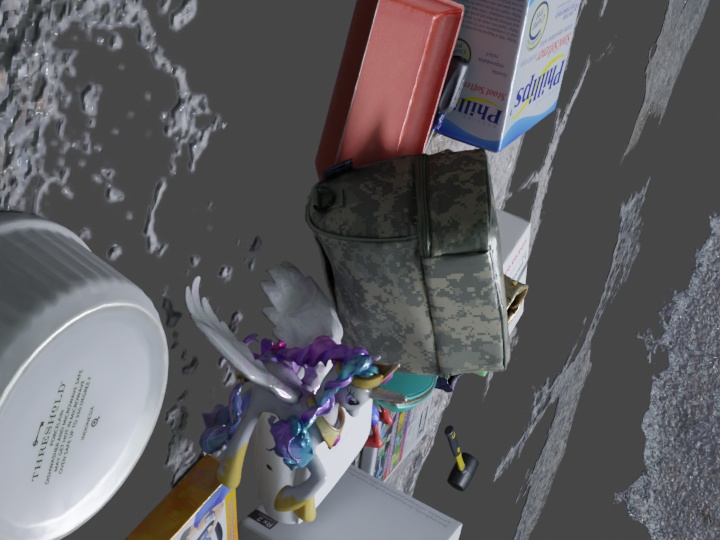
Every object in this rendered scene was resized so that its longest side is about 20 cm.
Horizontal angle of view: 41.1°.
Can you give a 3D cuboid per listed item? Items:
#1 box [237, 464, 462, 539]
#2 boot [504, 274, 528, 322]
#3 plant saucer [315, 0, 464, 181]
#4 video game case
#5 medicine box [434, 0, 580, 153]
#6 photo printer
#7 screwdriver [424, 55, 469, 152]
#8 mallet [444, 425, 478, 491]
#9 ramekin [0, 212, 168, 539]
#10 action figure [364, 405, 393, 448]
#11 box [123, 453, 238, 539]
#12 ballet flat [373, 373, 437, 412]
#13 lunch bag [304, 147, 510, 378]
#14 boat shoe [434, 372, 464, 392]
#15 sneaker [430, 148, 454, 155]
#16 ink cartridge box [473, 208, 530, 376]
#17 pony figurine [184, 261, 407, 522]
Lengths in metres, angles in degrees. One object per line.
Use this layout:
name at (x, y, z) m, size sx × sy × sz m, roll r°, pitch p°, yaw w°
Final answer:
box at (-0.019, 0.338, 1.088) m, size 0.199 × 0.196 × 0.133 m, roll -26°, pitch 134°, yaw -57°
boot at (0.140, -0.015, 1.180) m, size 0.203 × 0.153 × 0.073 m, roll -64°, pitch 156°, yaw -9°
plant saucer at (0.025, -0.175, 0.941) m, size 0.199 × 0.036 × 0.204 m, roll -14°, pitch 124°, yaw -63°
video game case at (0.056, 0.202, 1.360) m, size 0.182 × 0.023 × 0.203 m, roll -39°, pitch 145°, yaw -49°
medicine box at (0.166, -0.264, 1.088) m, size 0.182 × 0.102 × 0.203 m, roll -38°, pitch 142°, yaw -50°
photo printer at (-0.047, 0.146, 1.021) m, size 0.166 × 0.069 × 0.203 m, roll -45°, pitch 148°, yaw -43°
screwdriver at (0.074, -0.145, 1.068) m, size 0.029 × 0.027 × 0.202 m, roll -78°, pitch -171°, yaw -55°
mallet at (0.178, 0.321, 1.720) m, size 0.066 × 0.041 × 0.202 m, roll -52°, pitch 149°, yaw -30°
ramekin at (-0.202, 0.075, 0.586) m, size 0.203 × 0.093 × 0.205 m, roll -48°, pitch 151°, yaw -39°
action figure at (0.002, 0.125, 1.140) m, size 0.066 × 0.051 × 0.202 m, roll -55°, pitch 149°, yaw -40°
box at (-0.184, 0.277, 0.873) m, size 0.200 × 0.041 × 0.121 m, roll -48°, pitch 150°, yaw -44°
ballet flat at (0.054, 0.114, 1.077) m, size 0.071 × 0.067 × 0.200 m, roll -56°, pitch 173°, yaw 36°
lunch bag at (0.045, -0.004, 0.879) m, size 0.141 × 0.164 × 0.202 m, roll -91°, pitch 172°, yaw -46°
boat shoe at (0.102, 0.090, 1.234) m, size 0.201 × 0.091 × 0.076 m, roll -56°, pitch 154°, yaw -55°
sneaker at (0.077, -0.059, 1.028) m, size 0.093 × 0.070 × 0.200 m, roll -39°, pitch 159°, yaw -11°
ink cartridge box at (0.178, 0.029, 1.395) m, size 0.147 × 0.083 × 0.202 m, roll -53°, pitch 153°, yaw -33°
pony figurine at (-0.067, 0.100, 0.830) m, size 0.166 × 0.193 × 0.202 m, roll -23°, pitch 150°, yaw -55°
